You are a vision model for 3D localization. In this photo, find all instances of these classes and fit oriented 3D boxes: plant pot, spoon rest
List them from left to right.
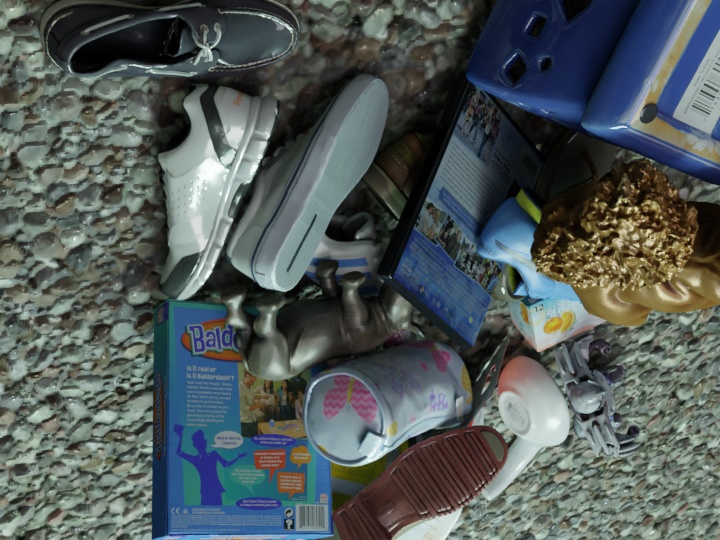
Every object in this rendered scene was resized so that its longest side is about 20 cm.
[{"bbox_3d":[0.173,0.169,1.281,0.061,0.099,0.200,-21,147,-31],"label":"spoon rest"},{"bbox_3d":[0.240,-0.188,0.968,0.200,0.180,0.200,16,108,-35],"label":"plant pot"}]

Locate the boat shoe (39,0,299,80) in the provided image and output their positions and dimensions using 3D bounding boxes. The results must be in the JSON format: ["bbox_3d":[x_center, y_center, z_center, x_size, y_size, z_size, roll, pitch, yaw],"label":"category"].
[{"bbox_3d":[-0.134,-0.167,0.893,0.200,0.063,0.073,-5,125,-23],"label":"boat shoe"}]

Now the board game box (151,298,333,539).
[{"bbox_3d":[-0.102,0.131,1.032,0.152,0.200,0.045,6,162,-25],"label":"board game box"}]

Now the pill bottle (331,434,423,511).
[{"bbox_3d":[-0.045,0.174,1.154,0.200,0.114,0.114,20,113,-35],"label":"pill bottle"}]

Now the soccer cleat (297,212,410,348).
[{"bbox_3d":[0.000,0.000,1.076,0.086,0.070,0.200,-43,130,9],"label":"soccer cleat"}]

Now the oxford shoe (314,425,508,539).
[{"bbox_3d":[0.045,0.205,1.110,0.200,0.071,0.075,-29,173,-2],"label":"oxford shoe"}]

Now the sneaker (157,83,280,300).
[{"bbox_3d":[-0.133,-0.066,0.975,0.080,0.074,0.200,20,116,-10],"label":"sneaker"}]

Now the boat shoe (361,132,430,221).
[{"bbox_3d":[0.076,-0.044,1.079,0.068,0.072,0.200,-42,136,-1],"label":"boat shoe"}]

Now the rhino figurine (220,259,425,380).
[{"bbox_3d":[-0.016,0.038,1.019,0.200,0.060,0.088,-15,119,-18],"label":"rhino figurine"}]

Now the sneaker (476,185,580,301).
[{"bbox_3d":[0.179,-0.003,1.083,0.200,0.066,0.078,30,109,-40],"label":"sneaker"}]

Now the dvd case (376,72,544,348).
[{"bbox_3d":[0.092,-0.051,1.037,0.143,0.018,0.200,40,66,-44],"label":"dvd case"}]

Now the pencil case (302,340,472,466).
[{"bbox_3d":[0.028,0.117,1.063,0.083,0.091,0.200,-44,163,23],"label":"pencil case"}]

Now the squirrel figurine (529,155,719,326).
[{"bbox_3d":[0.248,-0.013,0.957,0.200,0.187,0.142,11,95,-38],"label":"squirrel figurine"}]

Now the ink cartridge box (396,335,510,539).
[{"bbox_3d":[0.109,0.180,1.209,0.050,0.162,0.200,33,112,1],"label":"ink cartridge box"}]

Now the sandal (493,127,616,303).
[{"bbox_3d":[0.190,-0.053,1.124,0.082,0.055,0.200,32,91,-44],"label":"sandal"}]

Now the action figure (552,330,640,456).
[{"bbox_3d":[0.244,0.129,1.229,0.069,0.130,0.200,-12,170,11],"label":"action figure"}]

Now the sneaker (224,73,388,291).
[{"bbox_3d":[-0.048,-0.082,0.983,0.200,0.071,0.073,-59,150,-13],"label":"sneaker"}]

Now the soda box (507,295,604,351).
[{"bbox_3d":[0.246,0.004,1.202,0.200,0.064,0.068,-23,130,-10],"label":"soda box"}]
